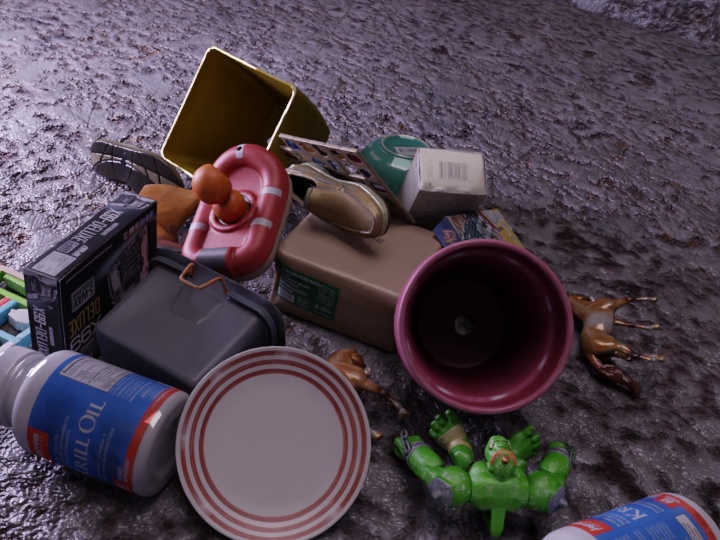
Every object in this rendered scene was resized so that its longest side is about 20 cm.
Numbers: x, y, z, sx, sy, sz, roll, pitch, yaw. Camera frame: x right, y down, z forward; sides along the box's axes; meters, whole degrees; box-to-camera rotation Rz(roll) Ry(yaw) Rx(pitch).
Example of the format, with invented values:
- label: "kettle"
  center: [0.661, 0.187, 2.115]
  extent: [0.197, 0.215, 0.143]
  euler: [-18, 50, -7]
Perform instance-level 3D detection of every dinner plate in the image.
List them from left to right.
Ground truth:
- label: "dinner plate"
  center: [-0.089, 0.179, 0.804]
  extent: [0.199, 0.024, 0.201]
  euler: [2, 79, -10]

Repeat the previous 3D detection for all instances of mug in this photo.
- label: "mug"
  center: [0.077, -0.172, 1.356]
  extent: [0.152, 0.115, 0.185]
  euler: [25, 37, 20]

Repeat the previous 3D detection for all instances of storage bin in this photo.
- label: "storage bin"
  center: [-0.206, 0.078, 0.919]
  extent: [0.200, 0.146, 0.134]
  euler: [25, 47, 20]

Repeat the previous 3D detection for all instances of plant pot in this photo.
- label: "plant pot"
  center: [-0.168, -0.217, 1.281]
  extent: [0.200, 0.200, 0.176]
  euler: [32, 9, 29]
- label: "plant pot"
  center: [0.135, 0.067, 0.950]
  extent: [0.199, 0.201, 0.179]
  euler: [8, -4, -3]

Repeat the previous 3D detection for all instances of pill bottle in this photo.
- label: "pill bottle"
  center: [-0.285, 0.149, 0.808]
  extent: [0.199, 0.113, 0.112]
  euler: [17, 35, 11]
- label: "pill bottle"
  center: [0.235, 0.288, 0.729]
  extent: [0.199, 0.113, 0.112]
  euler: [-8, 39, -26]

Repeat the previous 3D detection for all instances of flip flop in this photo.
- label: "flip flop"
  center: [-0.362, -0.166, 1.282]
  extent: [0.200, 0.081, 0.058]
  euler: [22, 22, 26]

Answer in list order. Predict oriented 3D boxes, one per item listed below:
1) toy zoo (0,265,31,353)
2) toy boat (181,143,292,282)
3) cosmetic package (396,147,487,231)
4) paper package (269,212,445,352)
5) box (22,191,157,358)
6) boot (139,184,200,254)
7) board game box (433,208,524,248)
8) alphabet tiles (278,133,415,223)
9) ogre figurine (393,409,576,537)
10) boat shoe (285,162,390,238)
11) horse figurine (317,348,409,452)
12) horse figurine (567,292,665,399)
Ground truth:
- label: "toy zoo"
  center: [-0.466, 0.069, 0.955]
  extent: [0.131, 0.021, 0.200]
  euler: [21, 36, 16]
- label: "toy boat"
  center: [-0.173, -0.089, 1.019]
  extent: [0.130, 0.131, 0.201]
  euler: [-3, 54, 22]
- label: "cosmetic package"
  center: [0.114, -0.103, 1.189]
  extent: [0.103, 0.200, 0.073]
  euler: [4, 68, -9]
- label: "paper package"
  center: [0.000, 0.000, 1.102]
  extent: [0.199, 0.104, 0.191]
  euler: [21, 36, 14]
- label: "box"
  center: [-0.320, 0.018, 0.946]
  extent: [0.050, 0.158, 0.200]
  euler: [17, 34, 11]
- label: "boot"
  center: [-0.271, -0.055, 1.155]
  extent: [0.188, 0.069, 0.200]
  euler: [4, 33, 10]
- label: "board game box"
  center: [0.204, 0.005, 1.113]
  extent: [0.135, 0.035, 0.200]
  euler: [-11, 64, -47]
- label: "alphabet tiles"
  center: [-0.030, -0.137, 1.138]
  extent: [0.200, 0.167, 0.008]
  euler: [20, 72, 43]
- label: "ogre figurine"
  center: [0.144, 0.217, 0.844]
  extent: [0.199, 0.098, 0.120]
  euler: [22, 15, -9]
- label: "boat shoe"
  center: [-0.046, -0.094, 1.069]
  extent: [0.076, 0.072, 0.200]
  euler: [-6, 25, -43]
- label: "horse figurine"
  center: [-0.040, 0.153, 0.909]
  extent: [0.200, 0.050, 0.133]
  euler: [-16, 51, -39]
- label: "horse figurine"
  center: [0.357, 0.090, 1.105]
  extent: [0.132, 0.050, 0.200]
  euler: [4, 39, 13]
